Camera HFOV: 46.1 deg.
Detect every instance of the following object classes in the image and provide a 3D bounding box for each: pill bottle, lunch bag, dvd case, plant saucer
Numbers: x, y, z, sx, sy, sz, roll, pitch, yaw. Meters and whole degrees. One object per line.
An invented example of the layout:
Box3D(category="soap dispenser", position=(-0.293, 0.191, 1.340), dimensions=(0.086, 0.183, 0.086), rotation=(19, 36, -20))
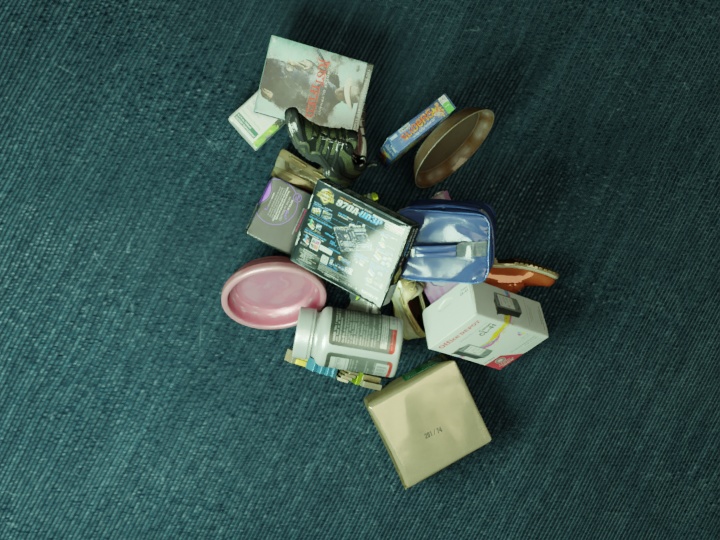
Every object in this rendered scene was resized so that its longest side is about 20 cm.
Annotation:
Box3D(category="pill bottle", position=(-0.025, 0.130, 1.600), dimensions=(0.197, 0.114, 0.116), rotation=(10, 92, -4))
Box3D(category="lunch bag", position=(0.145, -0.054, 1.532), dimensions=(0.197, 0.132, 0.138), rotation=(1, 103, 12))
Box3D(category="dvd case", position=(-0.087, -0.338, 1.570), dimensions=(0.197, 0.022, 0.148), rotation=(15, 90, -11))
Box3D(category="plant saucer", position=(0.172, -0.242, 1.623), dimensions=(0.199, 0.200, 0.035), rotation=(-38, 73, -5))
Box3D(category="plant saucer", position=(-0.164, 0.038, 1.602), dimensions=(0.197, 0.202, 0.051), rotation=(-1, 52, -9))

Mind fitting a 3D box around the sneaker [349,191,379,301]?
Box3D(category="sneaker", position=(-0.009, -0.045, 1.562), dimensions=(0.080, 0.074, 0.203), rotation=(5, 93, 6))

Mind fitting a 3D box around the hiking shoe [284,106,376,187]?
Box3D(category="hiking shoe", position=(-0.057, -0.240, 1.545), dimensions=(0.100, 0.076, 0.200), rotation=(-33, 131, 17))

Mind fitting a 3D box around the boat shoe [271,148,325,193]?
Box3D(category="boat shoe", position=(-0.071, -0.176, 1.639), dimensions=(0.197, 0.071, 0.065), rotation=(21, 91, -8))

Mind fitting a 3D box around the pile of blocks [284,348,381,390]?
Box3D(category="pile of blocks", position=(-0.046, 0.176, 1.661), dimensions=(0.197, 0.082, 0.063), rotation=(17, 91, -9))

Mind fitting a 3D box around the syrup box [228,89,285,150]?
Box3D(category="syrup box", position=(-0.153, -0.325, 1.612), dimensions=(0.200, 0.081, 0.079), rotation=(-44, 99, -2))

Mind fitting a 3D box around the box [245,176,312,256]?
Box3D(category="box", position=(-0.108, -0.082, 1.622), dimensions=(0.198, 0.106, 0.124), rotation=(27, 89, -10))

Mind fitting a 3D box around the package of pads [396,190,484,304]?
Box3D(category="package of pads", position=(0.153, -0.044, 1.656), dimensions=(0.075, 0.120, 0.202), rotation=(-32, 99, -46))

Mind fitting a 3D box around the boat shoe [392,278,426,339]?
Box3D(category="boat shoe", position=(0.095, 0.040, 1.664), dimensions=(0.074, 0.066, 0.203), rotation=(-38, 118, -47))

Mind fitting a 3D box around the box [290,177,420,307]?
Box3D(category="box", position=(-0.013, -0.050, 1.499), dimensions=(0.198, 0.046, 0.161), rotation=(27, 109, 18))

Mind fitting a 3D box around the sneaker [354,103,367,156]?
Box3D(category="sneaker", position=(-0.051, -0.296, 1.616), dimensions=(0.114, 0.075, 0.203), rotation=(-9, 96, -31))

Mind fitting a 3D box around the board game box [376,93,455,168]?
Box3D(category="board game box", position=(0.101, -0.258, 1.594), dimensions=(0.135, 0.200, 0.035), rotation=(-38, 92, -5))

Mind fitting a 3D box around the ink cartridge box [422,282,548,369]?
Box3D(category="ink cartridge box", position=(0.240, 0.106, 1.633), dimensions=(0.198, 0.147, 0.087), rotation=(16, 49, -33))

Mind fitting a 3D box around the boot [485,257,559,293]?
Box3D(category="boot", position=(0.300, 0.027, 1.715), dimensions=(0.197, 0.075, 0.109), rotation=(6, 96, -1))

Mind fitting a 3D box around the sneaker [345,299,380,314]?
Box3D(category="sneaker", position=(0.000, 0.000, 1.661), dimensions=(0.081, 0.075, 0.204), rotation=(1, 85, 8))

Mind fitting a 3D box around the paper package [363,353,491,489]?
Box3D(category="paper package", position=(0.130, 0.295, 1.686), dimensions=(0.198, 0.103, 0.193), rotation=(-27, 98, -5))
